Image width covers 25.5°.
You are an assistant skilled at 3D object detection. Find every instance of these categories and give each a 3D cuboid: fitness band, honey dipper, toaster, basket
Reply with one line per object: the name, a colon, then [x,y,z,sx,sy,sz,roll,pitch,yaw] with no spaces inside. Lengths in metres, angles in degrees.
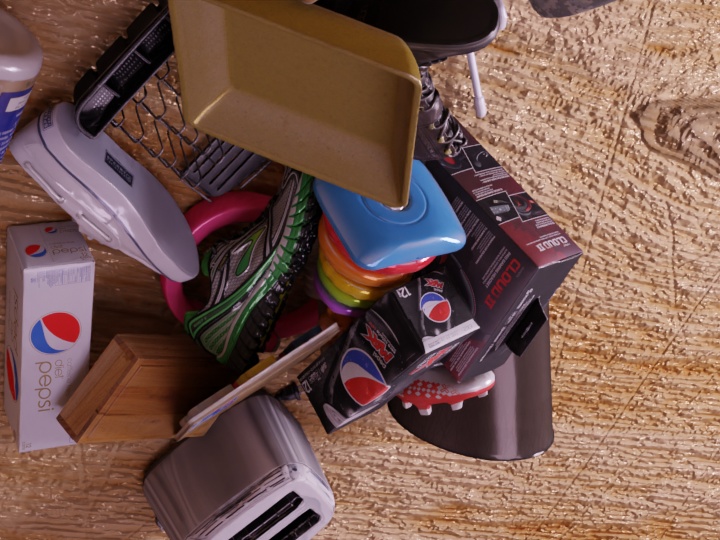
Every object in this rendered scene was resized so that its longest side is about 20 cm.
fitness band: [-0.095,0.002,1.468,0.198,0.038,0.144,16,115,-37]
honey dipper: [-0.032,0.060,1.498,0.038,0.038,0.202,-16,129,-16]
toaster: [-0.110,0.215,1.558,0.199,0.130,0.114,-36,134,2]
basket: [0.117,0.059,1.551,0.136,0.179,0.202,-33,135,-49]

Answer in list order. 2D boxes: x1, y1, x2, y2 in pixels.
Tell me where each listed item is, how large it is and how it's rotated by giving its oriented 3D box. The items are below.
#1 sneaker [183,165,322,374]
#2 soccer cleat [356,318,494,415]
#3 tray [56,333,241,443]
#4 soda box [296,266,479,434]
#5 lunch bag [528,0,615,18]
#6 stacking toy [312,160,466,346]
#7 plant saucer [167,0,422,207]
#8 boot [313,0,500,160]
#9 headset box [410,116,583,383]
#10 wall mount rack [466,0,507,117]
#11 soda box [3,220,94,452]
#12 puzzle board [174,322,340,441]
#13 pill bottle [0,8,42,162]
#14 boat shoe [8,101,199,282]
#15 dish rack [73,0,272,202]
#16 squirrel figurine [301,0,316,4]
sneaker: [-0.093,-0.016,1.384,0.084,0.078,0.202,26,93,6]
soccer cleat: [0.045,0.080,1.494,0.068,0.199,0.086,-20,107,-36]
tray: [-0.179,0.108,1.447,0.099,0.037,0.199,-52,157,15]
soda box: [0.020,0.074,1.405,0.070,0.064,0.200,-23,167,-34]
lunch bag: [0.170,-0.314,1.299,0.167,0.140,0.200,-30,132,17]
stacking toy: [0.000,0.000,1.391,0.115,0.110,0.201,-13,148,-29]
plant saucer: [-0.042,-0.144,1.208,0.200,0.198,0.049,94,19,-66]
boot: [0.046,-0.151,1.254,0.174,0.198,0.070,53,52,-46]
headset box: [0.092,-0.013,1.412,0.075,0.200,0.149,-17,148,-47]
wall mount rack: [0.052,-0.183,1.386,0.198,0.075,0.174,-21,162,-11]
soda box: [-0.274,0.059,1.394,0.063,0.068,0.202,-6,126,-24]
puzzle board: [-0.097,0.099,1.410,0.150,0.018,0.200,-32,177,-13]
pill bottle: [-0.328,-0.102,1.211,0.115,0.116,0.201,12,118,-34]
boat shoe: [-0.214,-0.058,1.340,0.065,0.074,0.200,-24,123,24]
dish rack: [-0.131,-0.141,1.328,0.153,0.055,0.200,-44,132,10]
squirrel figurine: [-0.066,-0.273,1.171,0.198,0.187,0.142,13,118,-34]
